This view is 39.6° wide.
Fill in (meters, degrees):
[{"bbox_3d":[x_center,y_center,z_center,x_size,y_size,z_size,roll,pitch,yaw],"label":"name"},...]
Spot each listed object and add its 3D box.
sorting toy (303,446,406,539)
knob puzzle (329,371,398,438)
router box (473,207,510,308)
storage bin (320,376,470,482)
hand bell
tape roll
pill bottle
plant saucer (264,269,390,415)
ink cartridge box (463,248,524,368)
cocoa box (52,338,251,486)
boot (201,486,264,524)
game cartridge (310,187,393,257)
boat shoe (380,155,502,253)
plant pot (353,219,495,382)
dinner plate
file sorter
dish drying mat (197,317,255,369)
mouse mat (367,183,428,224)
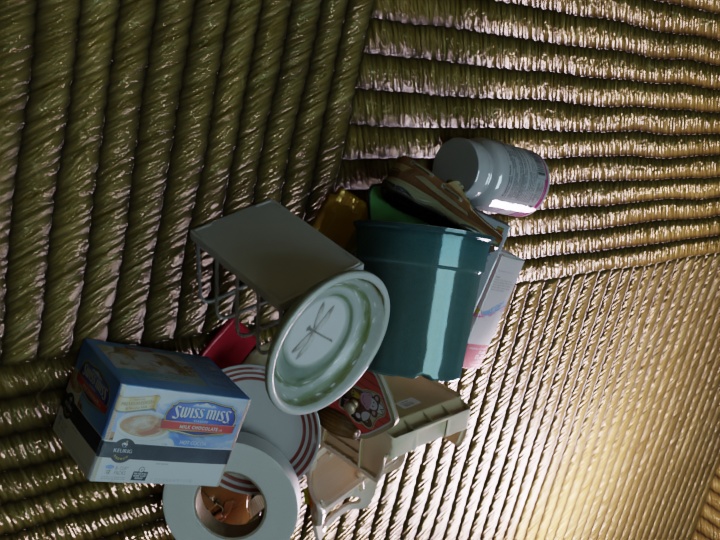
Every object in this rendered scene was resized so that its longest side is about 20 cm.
[{"bbox_3d":[-0.029,0.377,1.712,0.198,0.106,0.183,-29,139,-33],"label":"sorting toy"},{"bbox_3d":[-0.030,0.175,1.478,0.030,0.217,0.224,-36,136,-43],"label":"knob puzzle"},{"bbox_3d":[0.106,-0.027,1.540,0.049,0.197,0.182,-84,-162,-81],"label":"router box"},{"bbox_3d":[0.045,0.237,1.619,0.198,0.197,0.096,-11,118,-42],"label":"storage bin"},{"bbox_3d":[-0.080,0.195,1.449,0.104,0.198,0.106,-33,137,-38],"label":"hand bell"},{"bbox_3d":[-0.183,0.328,1.423,0.037,0.198,0.207,-80,-176,-72],"label":"tape roll"},{"bbox_3d":[0.212,-0.154,1.626,0.198,0.113,0.115,5,109,-47],"label":"pill bottle"},{"bbox_3d":[-0.049,0.080,1.231,0.198,0.050,0.203,-30,138,-31],"label":"plant saucer"},{"bbox_3d":[0.165,0.041,1.667,0.085,0.147,0.203,12,104,-51],"label":"ink cartridge box"},{"bbox_3d":[-0.267,0.184,1.287,0.198,0.133,0.134,14,103,-41],"label":"cocoa box"},{"bbox_3d":[-0.223,0.316,1.491,0.154,0.077,0.203,-30,131,-16],"label":"boot"},{"bbox_3d":[0.000,0.000,1.475,0.198,0.032,0.179,30,90,-17],"label":"game cartridge"},{"bbox_3d":[0.125,-0.098,1.449,0.198,0.075,0.075,31,71,-15],"label":"boat shoe"},{"bbox_3d":[0.075,0.043,1.364,0.198,0.198,0.201,8,89,-48],"label":"plant pot"},{"bbox_3d":[-0.153,0.224,1.420,0.024,0.196,0.204,-76,-178,-73],"label":"dinner plate"},{"bbox_3d":[-0.113,0.020,1.321,0.137,0.199,0.127,-24,133,-35],"label":"file sorter"},{"bbox_3d":[-0.227,0.157,1.421,0.201,0.018,0.077,-52,140,-11],"label":"dish drying mat"},{"bbox_3d":[0.084,-0.025,1.471,0.157,0.008,0.205,1,86,-20],"label":"mouse mat"}]
